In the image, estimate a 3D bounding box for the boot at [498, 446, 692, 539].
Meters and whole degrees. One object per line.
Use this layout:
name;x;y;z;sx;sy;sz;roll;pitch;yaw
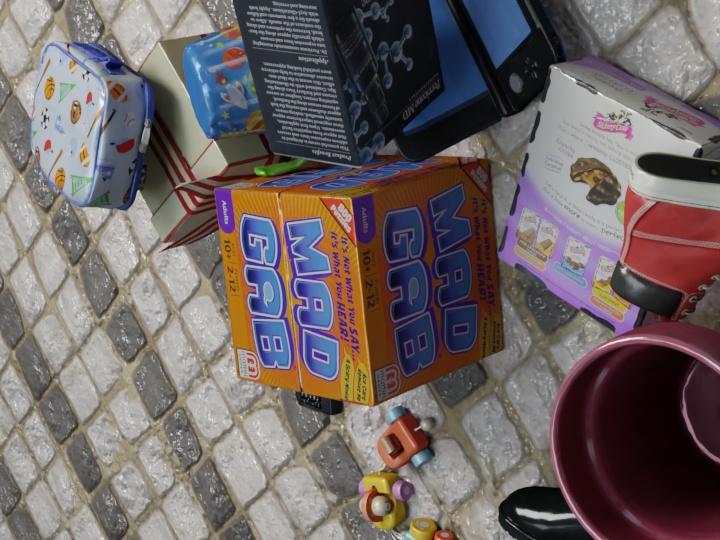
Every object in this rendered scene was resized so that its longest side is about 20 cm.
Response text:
boot;0.228;0.205;1.371;0.197;0.073;0.164;21;120;32

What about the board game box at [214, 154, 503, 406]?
board game box;0.000;0.000;1.446;0.199;0.199;0.202;6;108;45

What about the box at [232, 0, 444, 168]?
box;-0.020;-0.217;1.273;0.106;0.148;0.201;13;132;33

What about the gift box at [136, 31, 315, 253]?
gift box;-0.167;-0.136;1.583;0.188;0.199;0.185;58;141;12

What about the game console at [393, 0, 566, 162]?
game console;0.076;-0.231;1.345;0.201;0.118;0.171;64;158;8

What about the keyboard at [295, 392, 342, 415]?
keyboard;-0.059;0.069;1.648;0.104;0.039;0.202;7;109;45

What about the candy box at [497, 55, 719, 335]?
candy box;0.226;-0.066;1.286;0.167;0.071;0.201;36;127;33

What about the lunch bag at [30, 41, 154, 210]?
lunch bag;-0.288;-0.161;1.544;0.200;0.075;0.162;36;117;49

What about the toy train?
toy train;0.054;0.260;1.581;0.150;0.055;0.201;-42;72;45

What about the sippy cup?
sippy cup;-0.105;-0.193;1.437;0.140;0.129;0.179;111;141;-70

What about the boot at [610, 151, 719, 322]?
boot;0.311;-0.012;1.180;0.198;0.073;0.145;9;120;9

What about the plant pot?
plant pot;0.286;0.133;1.200;0.199;0.178;0.202;9;105;38
